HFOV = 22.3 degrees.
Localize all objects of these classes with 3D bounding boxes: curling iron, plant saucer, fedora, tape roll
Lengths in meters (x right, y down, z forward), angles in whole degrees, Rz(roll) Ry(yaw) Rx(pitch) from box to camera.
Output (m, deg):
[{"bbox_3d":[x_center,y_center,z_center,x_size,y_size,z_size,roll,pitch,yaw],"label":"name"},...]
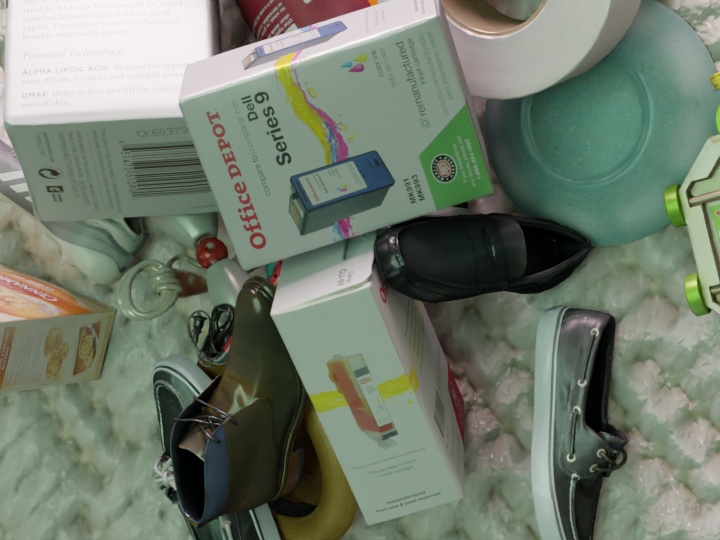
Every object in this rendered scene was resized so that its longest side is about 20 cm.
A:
[{"bbox_3d":[-0.067,-0.003,1.464,0.050,0.026,0.200,43,94,11],"label":"curling iron"},{"bbox_3d":[0.181,-0.119,1.420,0.200,0.039,0.202,2,93,28],"label":"plant saucer"},{"bbox_3d":[-0.055,0.132,1.520,0.200,0.082,0.201,23,124,39],"label":"fedora"},{"bbox_3d":[0.110,-0.233,1.370,0.202,0.071,0.203,9,109,28],"label":"tape roll"}]

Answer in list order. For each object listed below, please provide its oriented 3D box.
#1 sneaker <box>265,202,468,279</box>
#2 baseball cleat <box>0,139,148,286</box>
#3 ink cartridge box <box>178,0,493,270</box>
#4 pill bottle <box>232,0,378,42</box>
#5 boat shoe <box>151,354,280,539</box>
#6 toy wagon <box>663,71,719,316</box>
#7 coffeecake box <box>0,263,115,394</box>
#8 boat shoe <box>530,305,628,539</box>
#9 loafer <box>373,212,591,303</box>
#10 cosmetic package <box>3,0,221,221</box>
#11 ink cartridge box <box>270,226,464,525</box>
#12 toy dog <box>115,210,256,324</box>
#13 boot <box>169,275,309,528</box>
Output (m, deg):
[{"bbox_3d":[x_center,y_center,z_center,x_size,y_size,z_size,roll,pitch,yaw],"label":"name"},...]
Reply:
[{"bbox_3d":[0.000,0.000,1.497,0.199,0.083,0.121,-4,85,36],"label":"sneaker"},{"bbox_3d":[-0.270,-0.079,1.660,0.200,0.070,0.107,43,104,10],"label":"baseball cleat"},{"bbox_3d":[-0.017,-0.104,1.343,0.199,0.088,0.146,-16,113,8],"label":"ink cartridge box"},{"bbox_3d":[-0.025,-0.197,1.487,0.113,0.113,0.200,-38,76,24],"label":"pill bottle"},{"bbox_3d":[-0.134,0.170,1.506,0.073,0.068,0.200,-15,97,49],"label":"boat shoe"},{"bbox_3d":[0.305,-0.055,1.351,0.155,0.040,0.201,-15,86,25],"label":"toy wagon"},{"bbox_3d":[-0.342,0.049,1.621,0.153,0.200,0.073,20,102,26],"label":"coffeecake box"},{"bbox_3d":[0.176,0.127,1.422,0.066,0.070,0.201,-2,84,30],"label":"boat shoe"},{"bbox_3d":[0.094,-0.015,1.380,0.070,0.200,0.068,-29,69,42],"label":"loafer"},{"bbox_3d":[-0.196,-0.167,1.489,0.164,0.165,0.201,-4,64,-2],"label":"cosmetic package"},{"bbox_3d":[0.010,0.069,1.409,0.083,0.145,0.201,-17,115,13],"label":"ink cartridge box"},{"bbox_3d":[-0.144,-0.026,1.567,0.131,0.096,0.201,-5,64,-5],"label":"toy dog"},{"bbox_3d":[-0.096,0.107,1.410,0.075,0.097,0.201,23,126,39],"label":"boot"}]
